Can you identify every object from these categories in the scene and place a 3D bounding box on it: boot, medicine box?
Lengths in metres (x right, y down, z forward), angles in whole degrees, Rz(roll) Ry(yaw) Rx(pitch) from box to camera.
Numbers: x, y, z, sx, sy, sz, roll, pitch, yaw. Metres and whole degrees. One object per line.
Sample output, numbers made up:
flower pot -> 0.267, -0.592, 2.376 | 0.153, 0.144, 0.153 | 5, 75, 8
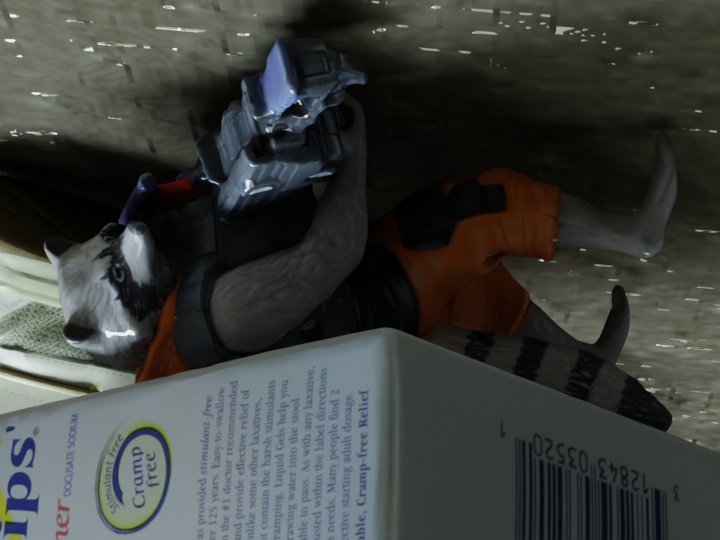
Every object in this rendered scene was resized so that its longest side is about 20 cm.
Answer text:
boot -> -0.085, 0.064, 0.965 | 0.199, 0.155, 0.072 | 20, -158, -26
medicine box -> -0.005, 0.102, 0.846 | 0.199, 0.104, 0.182 | -14, 155, 40

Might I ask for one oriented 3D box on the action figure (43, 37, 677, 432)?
action figure -> 0.000, 0.000, 0.827 | 0.192, 0.105, 0.200 | -3, 167, -5
